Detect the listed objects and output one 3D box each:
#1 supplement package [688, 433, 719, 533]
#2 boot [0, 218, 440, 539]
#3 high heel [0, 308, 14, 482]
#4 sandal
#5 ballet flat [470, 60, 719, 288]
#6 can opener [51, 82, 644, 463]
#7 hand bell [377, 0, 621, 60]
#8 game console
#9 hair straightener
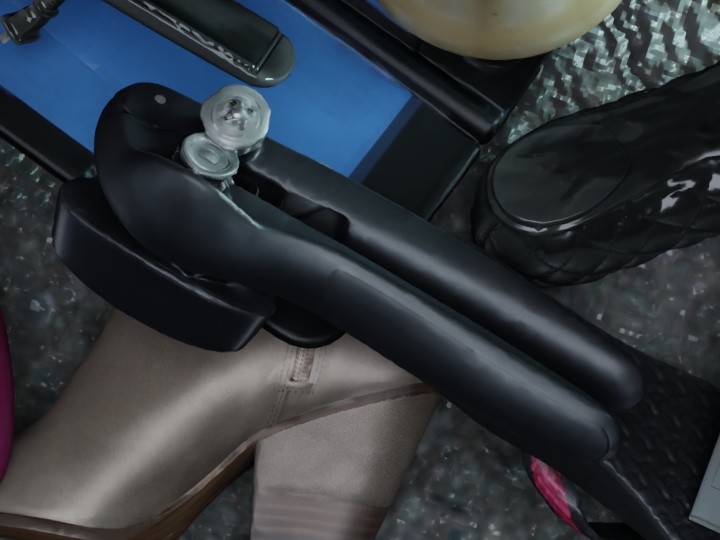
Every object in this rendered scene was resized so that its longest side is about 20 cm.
[{"bbox_3d":[0.238,0.027,0.745,0.151,0.151,0.201,21,89,-26],"label":"supplement package"},{"bbox_3d":[-0.067,0.029,0.801,0.199,0.070,0.147,7,84,-4],"label":"boot"},{"bbox_3d":[-0.153,-0.016,0.718,0.067,0.096,0.201,-24,96,-19],"label":"high heel"},{"bbox_3d":[0.085,0.060,0.805,0.200,0.045,0.075,36,48,-12],"label":"sandal"},{"bbox_3d":[0.134,-0.041,0.820,0.199,0.057,0.067,-13,67,-8],"label":"ballet flat"},{"bbox_3d":[0.000,0.000,0.720,0.199,0.079,0.064,23,51,1],"label":"can opener"},{"bbox_3d":[0.039,-0.124,0.643,0.104,0.200,0.105,0,89,4],"label":"hand bell"},{"bbox_3d":[-0.034,-0.109,0.756,0.200,0.116,0.176,36,121,3],"label":"game console"},{"bbox_3d":[-0.112,-0.103,0.716,0.199,0.041,0.077,21,123,-3],"label":"hair straightener"}]
